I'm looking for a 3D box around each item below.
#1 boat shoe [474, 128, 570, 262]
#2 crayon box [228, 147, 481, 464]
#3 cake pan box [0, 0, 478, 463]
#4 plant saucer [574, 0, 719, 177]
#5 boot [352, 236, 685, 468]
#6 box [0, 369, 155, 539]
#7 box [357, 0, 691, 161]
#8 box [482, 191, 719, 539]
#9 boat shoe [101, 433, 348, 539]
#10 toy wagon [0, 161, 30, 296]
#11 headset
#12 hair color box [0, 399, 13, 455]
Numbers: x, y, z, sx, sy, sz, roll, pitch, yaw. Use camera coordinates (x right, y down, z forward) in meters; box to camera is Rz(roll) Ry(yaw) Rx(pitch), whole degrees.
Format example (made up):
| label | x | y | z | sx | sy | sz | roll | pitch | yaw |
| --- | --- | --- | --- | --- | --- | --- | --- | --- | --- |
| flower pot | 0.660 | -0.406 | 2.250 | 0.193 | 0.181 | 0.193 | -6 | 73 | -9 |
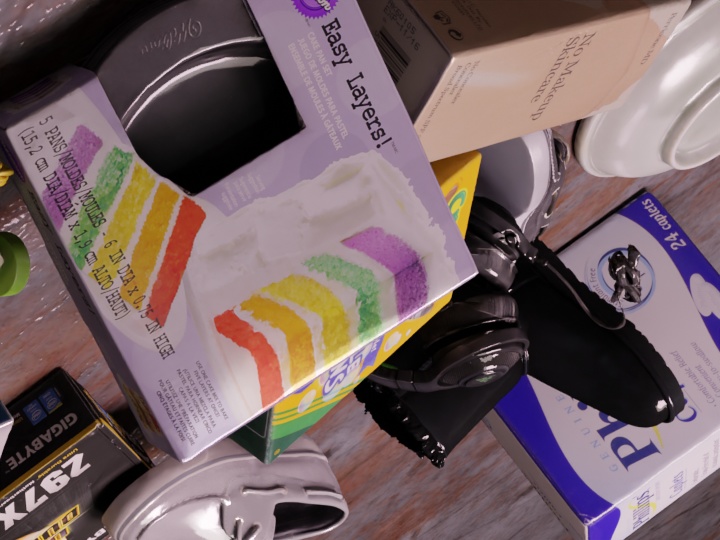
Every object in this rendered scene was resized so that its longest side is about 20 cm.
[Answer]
| label | x | y | z | sx | sy | sz | roll | pitch | yaw |
| --- | --- | --- | --- | --- | --- | --- | --- | --- | --- |
| boat shoe | 0.102 | -0.060 | 1.415 | 0.066 | 0.070 | 0.200 | -40 | 160 | -18 |
| crayon box | 0.000 | 0.000 | 1.234 | 0.200 | 0.051 | 0.126 | -42 | 155 | -35 |
| cake pan box | -0.060 | -0.039 | 1.073 | 0.184 | 0.052 | 0.201 | -31 | 113 | -17 |
| plant saucer | 0.238 | -0.123 | 1.525 | 0.199 | 0.050 | 0.200 | -33 | 158 | -15 |
| boot | 0.097 | 0.071 | 1.503 | 0.162 | 0.198 | 0.074 | -38 | 157 | -18 |
| box | -0.225 | 0.156 | 1.355 | 0.199 | 0.049 | 0.160 | -36 | 157 | -4 |
| box | 0.077 | -0.128 | 1.219 | 0.199 | 0.078 | 0.095 | -18 | 151 | -40 |
| box | 0.195 | 0.079 | 1.678 | 0.199 | 0.184 | 0.105 | -36 | 160 | -6 |
| boat shoe | -0.080 | 0.155 | 1.424 | 0.072 | 0.069 | 0.200 | -49 | 156 | 22 |
| toy wagon | -0.229 | 0.009 | 1.062 | 0.155 | 0.040 | 0.200 | -9 | 144 | -51 |
| headset | 0.069 | 0.008 | 1.344 | 0.198 | 0.125 | 0.094 | 2 | 165 | 8 |
| hair color box | -0.286 | 0.118 | 1.159 | 0.199 | 0.061 | 0.100 | -22 | 154 | -35 |
